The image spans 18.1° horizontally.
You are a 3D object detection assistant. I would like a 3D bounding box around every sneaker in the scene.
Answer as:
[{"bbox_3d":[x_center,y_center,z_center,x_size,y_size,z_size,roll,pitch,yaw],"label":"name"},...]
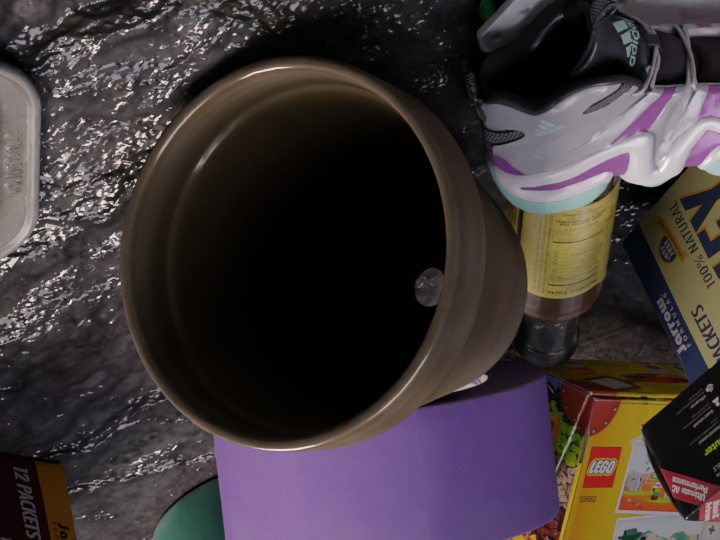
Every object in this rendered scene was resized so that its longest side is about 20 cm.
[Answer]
[{"bbox_3d":[0.149,-0.104,1.142,0.199,0.078,0.140,-21,146,6],"label":"sneaker"}]

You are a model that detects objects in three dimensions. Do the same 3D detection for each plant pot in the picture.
[{"bbox_3d":[0.000,0.000,1.200,0.200,0.201,0.173,-32,160,21],"label":"plant pot"}]

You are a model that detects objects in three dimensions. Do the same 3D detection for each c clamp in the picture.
[{"bbox_3d":[-0.246,-0.039,1.161,0.170,0.027,0.200,-3,144,-18],"label":"c clamp"}]

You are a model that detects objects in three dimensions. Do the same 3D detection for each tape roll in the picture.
[{"bbox_3d":[0.015,0.110,1.329,0.199,0.085,0.200,-6,-175,0],"label":"tape roll"}]

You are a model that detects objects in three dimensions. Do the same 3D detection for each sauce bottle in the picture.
[{"bbox_3d":[0.113,-0.015,1.311,0.064,0.065,0.200,-11,147,-8],"label":"sauce bottle"}]

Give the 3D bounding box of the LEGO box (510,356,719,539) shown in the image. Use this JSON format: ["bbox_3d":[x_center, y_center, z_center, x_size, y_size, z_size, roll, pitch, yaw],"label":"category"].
[{"bbox_3d":[0.177,0.139,1.452,0.199,0.077,0.150,5,103,-39],"label":"LEGO box"}]

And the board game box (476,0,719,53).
[{"bbox_3d":[0.189,-0.163,1.168,0.199,0.026,0.200,14,136,-36],"label":"board game box"}]

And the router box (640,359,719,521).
[{"bbox_3d":[0.269,0.060,1.198,0.149,0.062,0.200,7,139,-42],"label":"router box"}]

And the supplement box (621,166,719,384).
[{"bbox_3d":[0.298,-0.020,1.291,0.199,0.135,0.200,-1,144,-35],"label":"supplement box"}]

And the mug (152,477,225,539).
[{"bbox_3d":[-0.047,0.208,1.507,0.152,0.115,0.185,14,135,-36],"label":"mug"}]

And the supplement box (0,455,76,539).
[{"bbox_3d":[-0.305,0.212,1.392,0.199,0.133,0.197,13,135,-36],"label":"supplement box"}]
